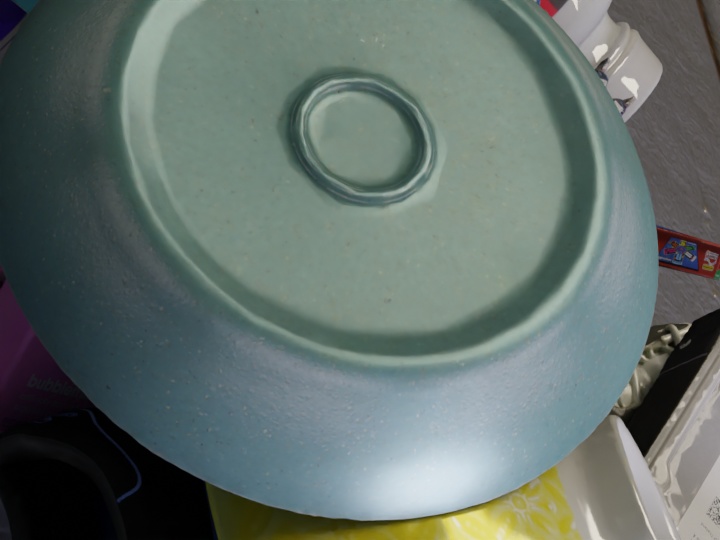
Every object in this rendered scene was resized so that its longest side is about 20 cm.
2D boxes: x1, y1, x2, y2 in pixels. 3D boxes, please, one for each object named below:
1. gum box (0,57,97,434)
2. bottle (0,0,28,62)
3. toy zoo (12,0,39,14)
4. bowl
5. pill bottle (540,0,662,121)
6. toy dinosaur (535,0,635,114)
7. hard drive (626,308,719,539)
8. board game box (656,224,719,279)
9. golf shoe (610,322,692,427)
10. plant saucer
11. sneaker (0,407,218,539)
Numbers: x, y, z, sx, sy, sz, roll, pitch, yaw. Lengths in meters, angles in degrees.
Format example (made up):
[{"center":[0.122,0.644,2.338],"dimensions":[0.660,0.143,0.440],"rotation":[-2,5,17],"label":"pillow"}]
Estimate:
[{"center":[-0.062,0.009,0.870],"dimensions":[0.066,0.114,0.200],"rotation":[35,10,34],"label":"gum box"},{"center":[-0.128,-0.095,0.980],"dimensions":[0.200,0.065,0.084],"rotation":[40,20,-28],"label":"bottle"},{"center":[-0.039,-0.059,0.879],"dimensions":[0.131,0.020,0.200],"rotation":[22,11,-41],"label":"toy zoo"},{"center":[0.042,0.099,0.811],"dimensions":[0.200,0.108,0.200],"rotation":[-24,90,-81],"label":"bowl"},{"center":[0.055,-0.148,1.354],"dimensions":[0.200,0.111,0.111],"rotation":[47,23,-12],"label":"pill bottle"},{"center":[0.017,-0.065,1.131],"dimensions":[0.105,0.181,0.200],"rotation":[36,53,-21],"label":"toy dinosaur"},{"center":[0.152,0.125,1.119],"dimensions":[0.140,0.038,0.200],"rotation":[47,51,-11],"label":"hard drive"},{"center":[0.085,-0.028,1.276],"dimensions":[0.103,0.019,0.200],"rotation":[18,4,32],"label":"board game box"},{"center":[0.107,0.052,1.191],"dimensions":[0.200,0.088,0.077],"rotation":[0,57,-61],"label":"golf shoe"},{"center":[-0.004,-0.029,0.763],"dimensions":[0.200,0.036,0.200],"rotation":[9,60,-15],"label":"plant saucer"},{"center":[-0.058,0.132,0.772],"dimensions":[0.078,0.070,0.200],"rotation":[8,54,-46],"label":"sneaker"}]
